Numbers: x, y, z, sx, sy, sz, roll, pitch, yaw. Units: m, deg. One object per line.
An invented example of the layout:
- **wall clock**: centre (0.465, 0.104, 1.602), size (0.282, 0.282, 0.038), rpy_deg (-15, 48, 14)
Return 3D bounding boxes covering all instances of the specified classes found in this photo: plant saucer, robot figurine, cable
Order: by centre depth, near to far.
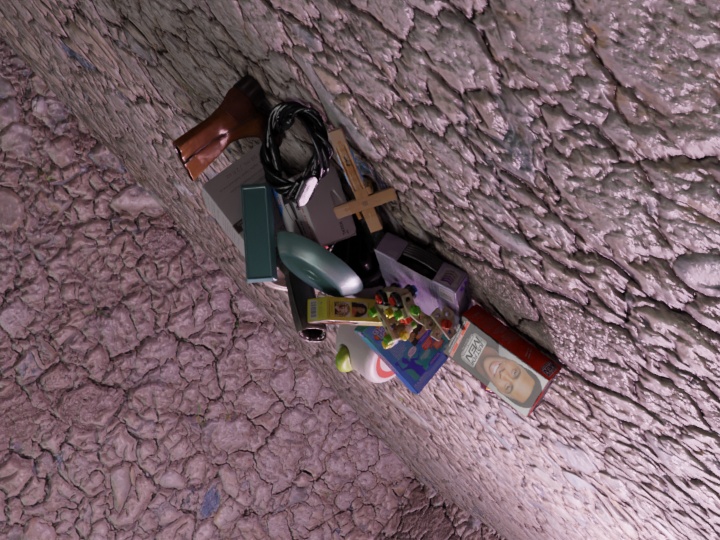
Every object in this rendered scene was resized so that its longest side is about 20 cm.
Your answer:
- **cable**: centre (-0.116, -0.219, 1.504), size (0.164, 0.050, 0.201), rpy_deg (55, 140, 26)
- **plant saucer**: centre (-0.088, -0.003, 1.642), size (0.198, 0.036, 0.200), rpy_deg (30, 163, 10)
- **plant saucer**: centre (-0.210, -0.077, 1.724), size (0.069, 0.203, 0.019), rpy_deg (-4, 180, 13)
- **robot figurine**: centre (0.001, 0.001, 1.759), size (0.150, 0.125, 0.201), rpy_deg (36, 164, 23)

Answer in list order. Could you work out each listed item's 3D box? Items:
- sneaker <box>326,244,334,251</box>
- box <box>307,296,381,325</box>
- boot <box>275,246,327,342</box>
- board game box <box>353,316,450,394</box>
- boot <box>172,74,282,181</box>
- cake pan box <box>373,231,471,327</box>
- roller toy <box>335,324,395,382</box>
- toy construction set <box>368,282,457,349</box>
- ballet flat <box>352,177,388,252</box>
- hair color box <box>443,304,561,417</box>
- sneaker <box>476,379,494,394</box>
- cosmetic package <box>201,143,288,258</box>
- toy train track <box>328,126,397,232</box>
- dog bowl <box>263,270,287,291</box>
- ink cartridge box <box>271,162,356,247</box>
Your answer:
- **sneaker**: centre (-0.066, -0.062, 1.849), size (0.078, 0.082, 0.200), rpy_deg (43, 165, 0)
- **box**: centre (-0.007, 0.083, 1.696), size (0.198, 0.051, 0.075), rpy_deg (4, 171, -36)
- **boot**: centre (-0.107, 0.053, 1.769), size (0.181, 0.072, 0.201), rpy_deg (15, -138, -58)
- **board game box**: centre (0.104, 0.144, 1.838), size (0.200, 0.152, 0.045), rpy_deg (48, 165, -18)
- **boot**: centre (-0.244, -0.238, 1.584), size (0.068, 0.200, 0.189), rpy_deg (36, 164, 22)
- **cake pan box**: centre (0.123, 0.025, 1.611), size (0.183, 0.053, 0.201), rpy_deg (27, 161, 24)
- **roller toy**: centre (0.046, 0.162, 1.992), size (0.139, 0.202, 0.181), rpy_deg (33, -162, 34)
- **toy construction set**: centre (0.088, 0.090, 1.604), size (0.199, 0.092, 0.133), rpy_deg (-6, 109, 53)
- **ballet flat**: centre (0.023, -0.107, 1.578), size (0.067, 0.056, 0.201), rpy_deg (60, 171, 35)
- **hair color box**: centre (0.261, 0.166, 1.566), size (0.199, 0.061, 0.102), rpy_deg (37, 126, 21)
- **sneaker**: centre (0.282, 0.208, 1.693), size (0.090, 0.075, 0.201), rpy_deg (38, 167, 37)
- **cosmetic package**: centre (-0.221, -0.132, 1.838), size (0.201, 0.164, 0.165), rpy_deg (51, 168, 3)
- **toy train track**: centre (-0.007, -0.159, 1.459), size (0.033, 0.113, 0.202), rpy_deg (-84, -26, -57)
- **dog bowl**: centre (-0.140, -0.015, 2.019), size (0.197, 0.075, 0.201), rpy_deg (-3, 159, -1)
- **ink cartridge box**: centre (-0.096, -0.121, 1.664), size (0.147, 0.083, 0.200), rpy_deg (70, 162, -6)
